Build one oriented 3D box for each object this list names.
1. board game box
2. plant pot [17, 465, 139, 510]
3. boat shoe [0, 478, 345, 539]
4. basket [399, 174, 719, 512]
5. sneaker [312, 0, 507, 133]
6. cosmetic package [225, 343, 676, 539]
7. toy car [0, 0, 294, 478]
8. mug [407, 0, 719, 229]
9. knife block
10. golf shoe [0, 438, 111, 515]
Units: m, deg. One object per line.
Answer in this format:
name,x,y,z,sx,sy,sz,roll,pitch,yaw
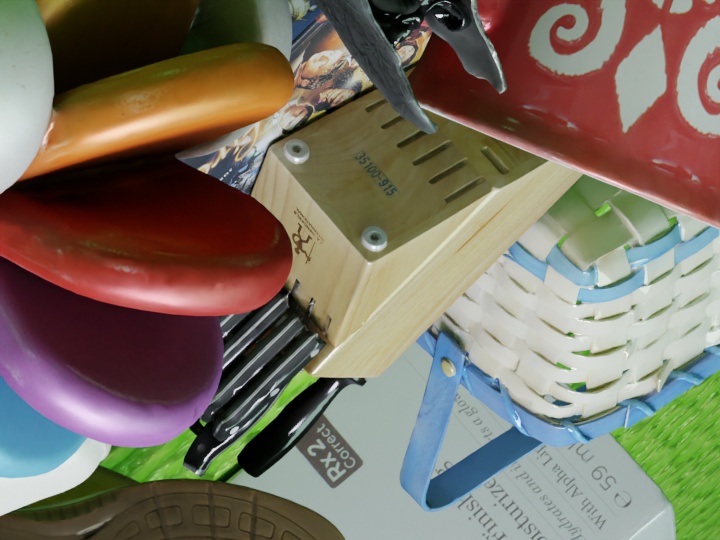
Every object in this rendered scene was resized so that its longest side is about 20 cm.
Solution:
board game box,-0.018,-0.079,1.127,0.200,0.035,0.135,-44,162,9
plant pot,-0.142,0.191,1.295,0.189,0.201,0.201,-63,157,13
boat shoe,-0.103,0.124,1.181,0.200,0.072,0.065,-3,170,-13
basket,0.100,0.007,1.300,0.176,0.139,0.200,-29,145,-31
sneaker,-0.001,-0.131,0.893,0.060,0.104,0.200,-36,155,-18
cosmetic package,0.042,0.145,1.573,0.200,0.165,0.165,-40,162,-6
toy car,-0.094,-0.016,0.932,0.175,0.150,0.200,-17,151,-52
mug,0.100,-0.131,1.018,0.177,0.133,0.200,17,96,-58
knife block,0.000,0.000,1.194,0.200,0.064,0.176,-31,161,-29
golf shoe,-0.177,0.101,1.039,0.200,0.097,0.078,-16,154,-8
